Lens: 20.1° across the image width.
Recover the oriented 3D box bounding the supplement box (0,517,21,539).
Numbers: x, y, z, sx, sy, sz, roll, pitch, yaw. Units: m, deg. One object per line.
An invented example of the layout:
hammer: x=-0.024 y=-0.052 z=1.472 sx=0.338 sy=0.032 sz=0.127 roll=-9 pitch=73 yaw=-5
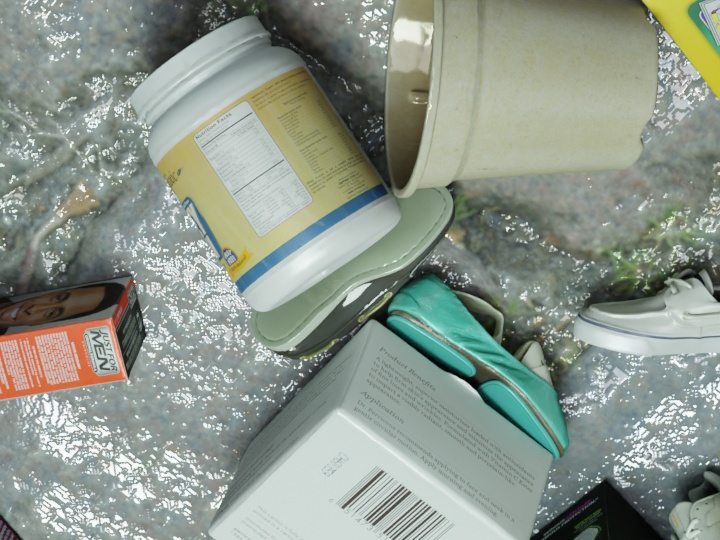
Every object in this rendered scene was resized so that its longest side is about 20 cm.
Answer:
supplement box: x=-0.390 y=0.255 z=1.791 sx=0.131 sy=0.103 sz=0.200 roll=-36 pitch=104 yaw=15

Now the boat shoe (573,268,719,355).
boat shoe: x=0.277 y=0.032 z=1.677 sx=0.200 sy=0.072 sz=0.066 roll=2 pitch=106 yaw=3

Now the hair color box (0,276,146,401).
hair color box: x=-0.290 y=0.064 z=1.714 sx=0.200 sy=0.102 sz=0.061 roll=-9 pitch=109 yaw=7

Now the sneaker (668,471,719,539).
sneaker: x=0.290 y=0.242 z=1.693 sx=0.092 sy=0.200 sz=0.076 roll=36 pitch=121 yaw=1

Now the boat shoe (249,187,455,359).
boat shoe: x=0.000 y=0.000 z=1.693 sx=0.201 sy=0.061 sz=0.072 roll=-37 pitch=59 yaw=7

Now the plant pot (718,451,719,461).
plant pot: x=0.380 y=0.153 z=1.666 sx=0.142 sy=0.200 sz=0.200 roll=33 pitch=111 yaw=19

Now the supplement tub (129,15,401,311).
supplement tub: x=-0.077 y=-0.085 z=1.604 sx=0.145 sy=0.145 sz=0.200 roll=-35 pitch=87 yaw=15

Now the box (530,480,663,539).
box: x=0.211 y=0.303 z=1.711 sx=0.124 sy=0.200 sz=0.149 roll=-40 pitch=103 yaw=18

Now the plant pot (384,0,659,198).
plant pot: x=0.125 y=-0.149 z=1.571 sx=0.183 sy=0.200 sz=0.201 roll=4 pitch=111 yaw=-10

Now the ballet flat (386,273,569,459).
ballet flat: x=0.114 y=0.073 z=1.706 sx=0.200 sy=0.067 sz=0.070 roll=40 pitch=70 yaw=-9

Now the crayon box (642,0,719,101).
crayon box: x=0.343 y=-0.213 z=1.559 sx=0.200 sy=0.058 sz=0.173 roll=-32 pitch=118 yaw=23

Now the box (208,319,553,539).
box: x=0.017 y=0.186 z=1.695 sx=0.199 sy=0.131 sz=0.200 roll=37 pitch=126 yaw=-9
